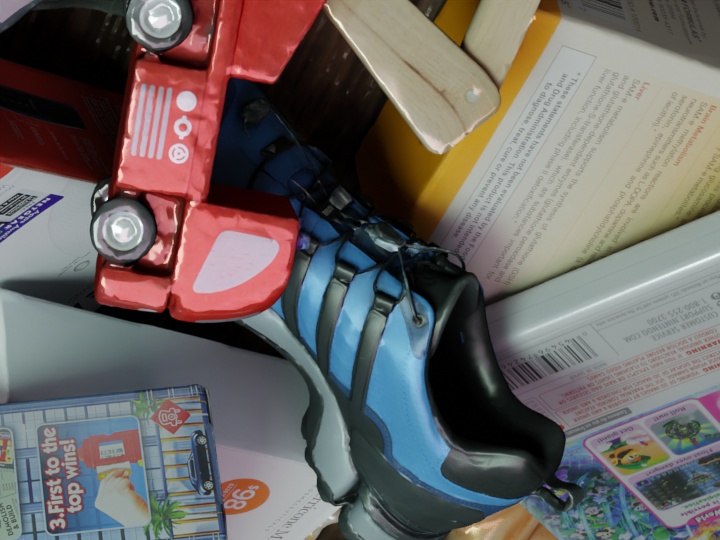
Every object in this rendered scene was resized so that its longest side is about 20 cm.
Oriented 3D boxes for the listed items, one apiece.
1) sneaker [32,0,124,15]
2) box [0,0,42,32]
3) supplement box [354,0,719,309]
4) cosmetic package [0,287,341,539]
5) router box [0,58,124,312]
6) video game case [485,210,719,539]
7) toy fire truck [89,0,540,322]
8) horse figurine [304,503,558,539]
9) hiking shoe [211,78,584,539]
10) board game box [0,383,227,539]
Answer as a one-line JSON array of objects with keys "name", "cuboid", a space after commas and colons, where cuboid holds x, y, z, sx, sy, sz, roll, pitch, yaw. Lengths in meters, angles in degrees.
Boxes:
[{"name": "sneaker", "cuboid": [-0.022, -0.124, 0.792, 0.198, 0.060, 0.105, 6, 124, -8]}, {"name": "box", "cuboid": [-0.118, -0.188, 0.646, 0.199, 0.117, 0.197, -37, 116, -2]}, {"name": "supplement box", "cuboid": [0.114, -0.040, 0.865, 0.199, 0.074, 0.126, 17, 126, -21]}, {"name": "cosmetic package", "cuboid": [-0.113, 0.094, 0.876, 0.150, 0.052, 0.200, 13, 139, -33]}, {"name": "router box", "cuboid": [-0.168, 0.008, 0.803, 0.199, 0.049, 0.179, -36, 164, 16]}, {"name": "video game case", "cuboid": [0.141, 0.046, 0.879, 0.199, 0.024, 0.182, -23, 137, 24]}, {"name": "toy fire truck", "cuboid": [-0.003, -0.077, 0.731, 0.140, 0.049, 0.202, 9, 100, -8]}, {"name": "horse figurine", "cuboid": [0.035, 0.066, 0.942, 0.132, 0.050, 0.201, -15, 122, -16]}, {"name": "hiking shoe", "cuboid": [0.000, 0.000, 0.801, 0.086, 0.074, 0.201, -22, 107, 37]}, {"name": "board game box", "cuboid": [-0.167, 0.111, 0.782, 0.198, 0.062, 0.200, 4, 145, -21]}]
